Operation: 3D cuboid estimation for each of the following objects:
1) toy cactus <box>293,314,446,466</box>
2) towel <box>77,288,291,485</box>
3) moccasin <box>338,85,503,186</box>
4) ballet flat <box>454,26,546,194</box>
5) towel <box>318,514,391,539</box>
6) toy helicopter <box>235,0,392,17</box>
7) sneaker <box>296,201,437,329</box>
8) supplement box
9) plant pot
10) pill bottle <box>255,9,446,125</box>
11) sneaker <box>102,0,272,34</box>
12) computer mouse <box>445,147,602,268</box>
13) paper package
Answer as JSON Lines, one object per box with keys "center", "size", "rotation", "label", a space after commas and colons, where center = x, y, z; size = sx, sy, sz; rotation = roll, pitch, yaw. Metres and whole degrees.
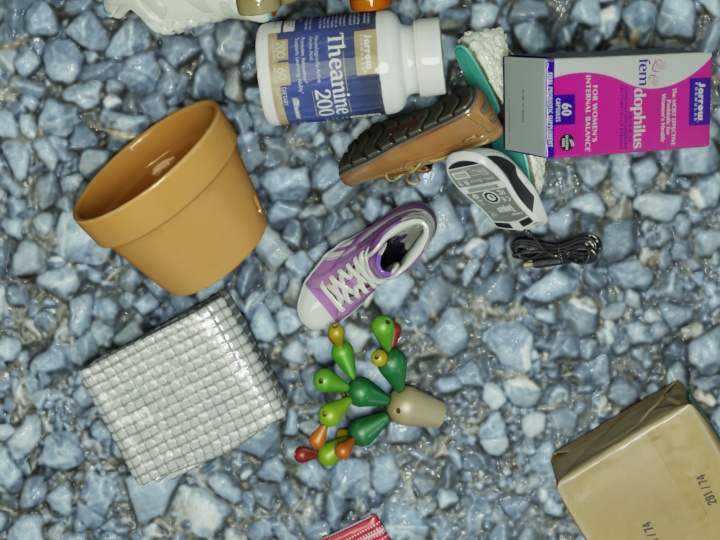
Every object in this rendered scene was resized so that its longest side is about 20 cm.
{"center": [0.016, 0.145, 1.629], "size": [0.163, 0.102, 0.203], "rotation": [17, 101, -19], "label": "toy cactus"}
{"center": [-0.201, 0.137, 1.639], "size": [0.198, 0.086, 0.167], "rotation": [-27, 100, 8], "label": "towel"}
{"center": [0.063, -0.135, 1.552], "size": [0.199, 0.074, 0.078], "rotation": [-24, 126, 26], "label": "moccasin"}
{"center": [0.169, -0.175, 1.555], "size": [0.071, 0.072, 0.202], "rotation": [-22, 101, 9], "label": "ballet flat"}
{"center": [0.003, 0.409, 1.707], "size": [0.143, 0.022, 0.202], "rotation": [-26, 98, 9], "label": "towel"}
{"center": [-0.065, -0.303, 1.489], "size": [0.131, 0.199, 0.080], "rotation": [12, 119, 36], "label": "toy helicopter"}
{"center": [0.000, -0.001, 1.577], "size": [0.200, 0.114, 0.073], "rotation": [-43, 97, 13], "label": "sneaker"}
{"center": [0.259, -0.178, 1.490], "size": [0.197, 0.103, 0.103], "rotation": [-6, 102, -21], "label": "supplement box"}
{"center": [-0.195, -0.068, 1.549], "size": [0.199, 0.201, 0.141], "rotation": [-33, 113, 10], "label": "plant pot"}
{"center": [-0.009, -0.221, 1.533], "size": [0.197, 0.111, 0.113], "rotation": [-6, 101, 6], "label": "pill bottle"}
{"center": [-0.188, -0.296, 1.555], "size": [0.197, 0.076, 0.082], "rotation": [15, 102, 11], "label": "sneaker"}
{"center": [0.169, -0.075, 1.531], "size": [0.200, 0.109, 0.044], "rotation": [46, 58, -31], "label": "computer mouse"}
{"center": [0.340, 0.262, 1.608], "size": [0.189, 0.104, 0.201], "rotation": [-32, 97, 9], "label": "paper package"}
